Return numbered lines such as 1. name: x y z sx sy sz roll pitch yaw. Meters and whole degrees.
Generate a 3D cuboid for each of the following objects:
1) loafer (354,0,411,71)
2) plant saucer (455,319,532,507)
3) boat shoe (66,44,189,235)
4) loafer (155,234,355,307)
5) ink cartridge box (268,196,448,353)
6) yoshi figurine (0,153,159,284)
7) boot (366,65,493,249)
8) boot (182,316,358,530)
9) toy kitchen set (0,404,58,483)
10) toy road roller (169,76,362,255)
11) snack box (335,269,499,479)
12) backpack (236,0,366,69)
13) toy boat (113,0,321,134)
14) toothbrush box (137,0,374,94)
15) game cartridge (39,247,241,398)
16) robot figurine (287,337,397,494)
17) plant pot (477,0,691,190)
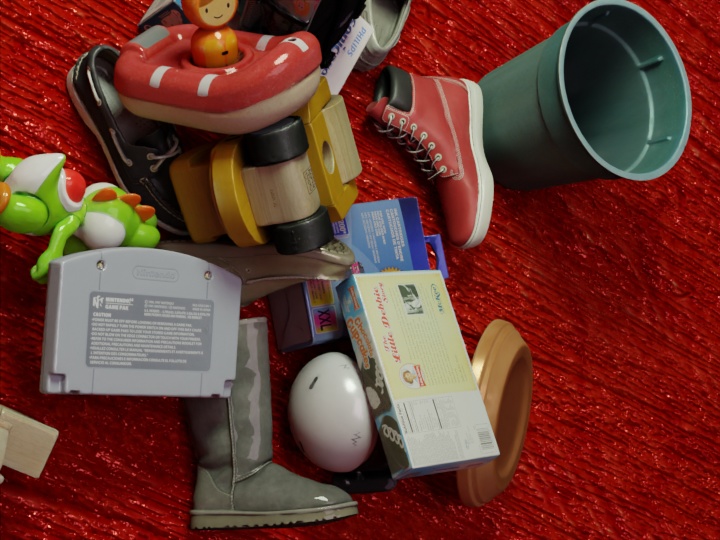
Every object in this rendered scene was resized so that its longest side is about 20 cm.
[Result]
1. loafer: 0.034 -0.314 1.631 0.069 0.070 0.202 25 68 -28
2. plant saucer: 0.147 0.154 1.572 0.200 0.037 0.203 8 90 -71
3. boat shoe: -0.207 -0.127 1.420 0.074 0.060 0.201 -33 92 -34
4. loafer: -0.102 0.000 1.438 0.076 0.197 0.069 -48 139 -73
5. ink cartridge box: 0.000 0.000 1.548 0.198 0.076 0.138 -9 87 -37
6. yoshi figurine: -0.281 -0.043 1.340 0.199 0.111 0.114 18 82 -38
7. boot: 0.070 -0.124 1.624 0.143 0.072 0.202 6 70 -33
8. boot: -0.093 0.146 1.422 0.179 0.073 0.203 -2 77 4
9. toy kitchen set: -0.321 0.063 1.228 0.199 0.163 0.182 27 84 -27
10. toy road roller: -0.092 -0.095 1.409 0.200 0.144 0.124 -57 134 -62
11. snack box: 0.056 0.098 1.443 0.115 0.037 0.202 -2 67 -38
12. backpack: -0.046 -0.310 1.395 0.150 0.200 0.178 34 62 -3
13. toy boat: -0.131 -0.207 1.339 0.131 0.198 0.132 -46 140 -47
14. toothbrush box: -0.104 -0.249 1.514 0.200 0.085 0.147 39 61 -22
15. game cartridge: -0.196 0.047 1.333 0.199 0.040 0.135 7 89 -42
16. robot figurine: 0.019 0.139 1.504 0.198 0.125 0.152 -2 67 -37
17. plant pot: 0.235 -0.182 1.670 0.198 0.195 0.203 7 78 -34
